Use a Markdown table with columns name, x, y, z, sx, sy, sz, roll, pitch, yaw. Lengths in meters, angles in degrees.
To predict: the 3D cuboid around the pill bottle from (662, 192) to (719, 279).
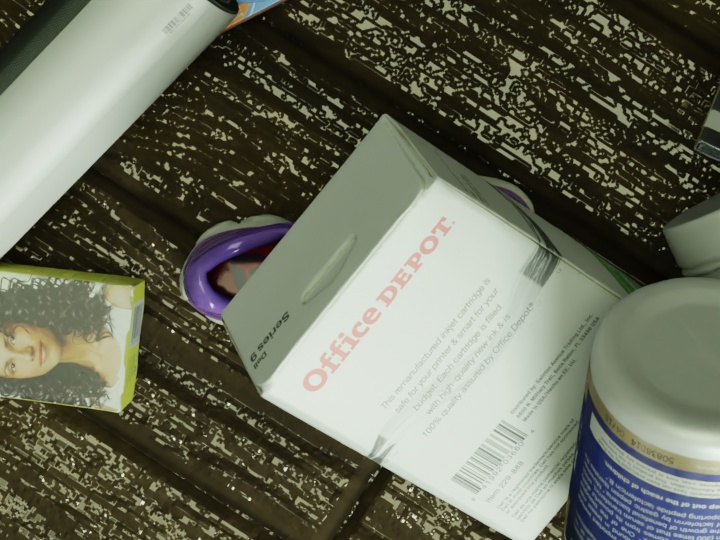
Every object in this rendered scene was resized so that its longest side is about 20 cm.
| name | x | y | z | sx | sy | sz | roll | pitch | yaw |
| --- | --- | --- | --- | --- | --- | --- | --- | --- | --- |
| pill bottle | 0.239 | 0.050 | 1.294 | 0.111 | 0.111 | 0.201 | -26 | 94 | 5 |

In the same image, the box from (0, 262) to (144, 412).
| name | x | y | z | sx | sy | sz | roll | pitch | yaw |
| --- | --- | --- | --- | --- | --- | --- | --- | --- | --- |
| box | -0.224 | 0.029 | 1.347 | 0.199 | 0.050 | 0.076 | 6 | 96 | 3 |

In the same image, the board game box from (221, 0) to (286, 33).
| name | x | y | z | sx | sy | sz | roll | pitch | yaw |
| --- | --- | --- | --- | --- | --- | --- | --- | --- | --- |
| board game box | -0.030 | -0.211 | 1.330 | 0.199 | 0.019 | 0.103 | -26 | 92 | 5 |

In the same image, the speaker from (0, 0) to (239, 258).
| name | x | y | z | sx | sy | sz | roll | pitch | yaw |
| --- | --- | --- | --- | --- | --- | --- | --- | --- | --- |
| speaker | -0.160 | -0.096 | 1.307 | 0.200 | 0.081 | 0.081 | -44 | 92 | 13 |

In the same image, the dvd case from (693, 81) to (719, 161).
| name | x | y | z | sx | sy | sz | roll | pitch | yaw |
| --- | --- | --- | --- | --- | --- | --- | --- | --- | --- |
| dvd case | 0.277 | -0.118 | 1.281 | 0.148 | 0.016 | 0.201 | 24 | 68 | 0 |

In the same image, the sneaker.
| name | x | y | z | sx | sy | sz | roll | pitch | yaw |
| --- | --- | --- | --- | --- | --- | --- | --- | --- | --- |
| sneaker | 0.000 | 0.000 | 1.316 | 0.199 | 0.083 | 0.081 | -12 | 95 | 3 |

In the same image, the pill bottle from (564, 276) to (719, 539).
| name | x | y | z | sx | sy | sz | roll | pitch | yaw |
| --- | --- | --- | --- | --- | --- | --- | --- | --- | --- |
| pill bottle | 0.164 | 0.111 | 1.231 | 0.115 | 0.116 | 0.201 | 6 | 134 | 2 |

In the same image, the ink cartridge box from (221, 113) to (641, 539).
| name | x | y | z | sx | sy | sz | roll | pitch | yaw |
| --- | --- | --- | --- | --- | --- | --- | --- | --- | --- |
| ink cartridge box | 0.050 | 0.032 | 1.266 | 0.200 | 0.084 | 0.146 | 33 | 103 | -33 |
